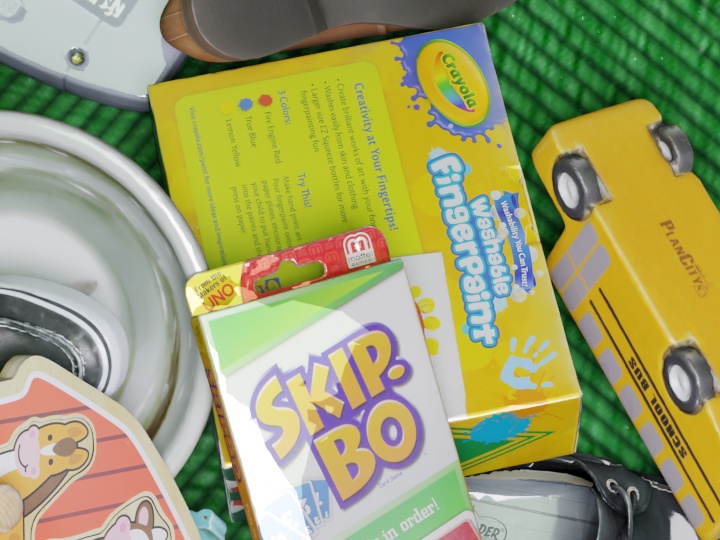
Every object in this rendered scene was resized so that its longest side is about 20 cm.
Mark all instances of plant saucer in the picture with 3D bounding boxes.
[{"bbox_3d":[-0.156,0.023,1.286,0.199,0.050,0.201,2,104,9],"label":"plant saucer"}]

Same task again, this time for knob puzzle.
[{"bbox_3d":[-0.129,0.134,1.195,0.030,0.219,0.221,2,77,39],"label":"knob puzzle"}]

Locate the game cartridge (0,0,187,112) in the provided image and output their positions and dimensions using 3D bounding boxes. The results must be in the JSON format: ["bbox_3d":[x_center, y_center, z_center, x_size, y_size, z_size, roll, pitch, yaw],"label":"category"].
[{"bbox_3d":[-0.160,-0.170,1.396,0.200,0.041,0.133,33,77,3],"label":"game cartridge"}]

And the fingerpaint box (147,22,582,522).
[{"bbox_3d":[0.000,0.000,1.333,0.166,0.073,0.201,-12,64,-5],"label":"fingerpaint box"}]

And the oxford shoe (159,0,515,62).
[{"bbox_3d":[-0.007,-0.142,1.379,0.199,0.071,0.072,-13,92,-27],"label":"oxford shoe"}]

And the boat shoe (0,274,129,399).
[{"bbox_3d":[-0.202,0.039,1.236,0.198,0.068,0.074,7,105,8],"label":"boat shoe"}]

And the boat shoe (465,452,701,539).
[{"bbox_3d":[0.097,0.121,1.344,0.198,0.066,0.075,14,82,0],"label":"boat shoe"}]

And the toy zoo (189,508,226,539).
[{"bbox_3d":[-0.134,0.185,1.299,0.200,0.020,0.131,-47,47,-3],"label":"toy zoo"}]

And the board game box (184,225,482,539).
[{"bbox_3d":[-0.005,0.086,1.237,0.095,0.030,0.201,-16,86,-14],"label":"board game box"}]

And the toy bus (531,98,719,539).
[{"bbox_3d":[0.148,0.021,1.342,0.065,0.078,0.201,-19,68,-26],"label":"toy bus"}]
